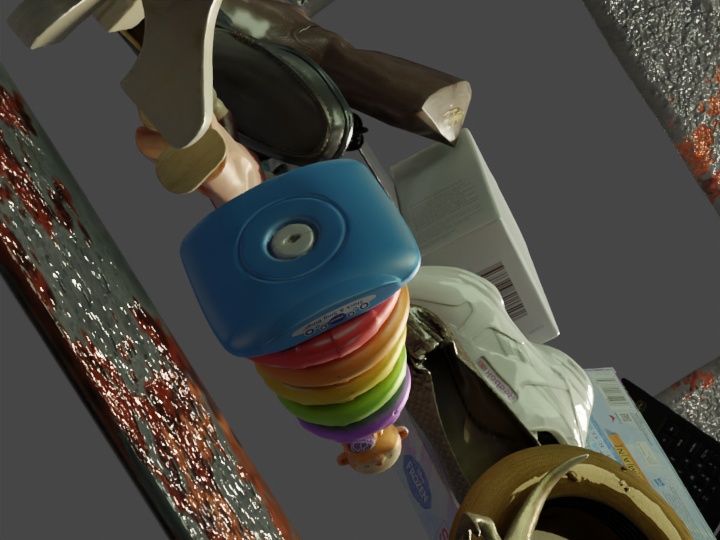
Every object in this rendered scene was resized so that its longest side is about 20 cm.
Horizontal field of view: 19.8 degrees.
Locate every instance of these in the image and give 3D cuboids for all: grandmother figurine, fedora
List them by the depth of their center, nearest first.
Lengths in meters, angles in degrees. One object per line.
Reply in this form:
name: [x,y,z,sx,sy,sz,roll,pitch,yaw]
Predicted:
fedora: [0.123,0.208,1.245,0.202,0.200,0.082,58,-34,3]
grandmother figurine: [-0.081,-0.057,1.261,0.200,0.060,0.122,52,27,-68]

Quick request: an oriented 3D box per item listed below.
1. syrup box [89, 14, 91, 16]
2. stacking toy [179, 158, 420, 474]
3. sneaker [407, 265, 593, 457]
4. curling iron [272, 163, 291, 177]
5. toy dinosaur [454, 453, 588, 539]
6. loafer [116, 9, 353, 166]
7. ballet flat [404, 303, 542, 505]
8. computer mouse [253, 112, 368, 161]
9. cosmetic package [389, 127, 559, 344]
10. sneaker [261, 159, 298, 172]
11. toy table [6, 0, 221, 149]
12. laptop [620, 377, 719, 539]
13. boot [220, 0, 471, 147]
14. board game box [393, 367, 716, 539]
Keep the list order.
syrup box: [-0.171,-0.237,1.299,0.079,0.081,0.200,53,8,-25]
stacking toy: [-0.013,0.051,1.138,0.201,0.115,0.110,71,-9,-45]
sneaker: [0.078,0.069,1.339,0.199,0.075,0.100,34,40,-23]
curling iron: [0.000,0.000,1.393,0.200,0.026,0.049,47,-11,-34]
toy dinosaur: [0.077,0.180,1.158,0.101,0.058,0.202,35,47,-33]
loafer: [-0.090,-0.126,1.344,0.199,0.073,0.072,32,15,32]
ballet flat: [0.076,0.102,1.281,0.201,0.067,0.046,55,-24,-15]
computer mouse: [-0.016,-0.029,1.475,0.140,0.046,0.202,-3,71,-44]
cosmetic package: [0.079,-0.017,1.489,0.102,0.071,0.200,62,7,-20]
sneaker: [-0.053,-0.072,1.565,0.088,0.075,0.202,12,50,-35]
toy table: [-0.118,-0.171,1.110,0.184,0.117,0.200,51,14,12]
laptop: [0.212,0.196,1.502,0.199,0.178,0.103,35,0,24]
boot: [-0.025,-0.144,1.510,0.199,0.065,0.186,29,25,18]
board game box: [0.129,0.153,1.396,0.198,0.041,0.201,1,44,-31]
